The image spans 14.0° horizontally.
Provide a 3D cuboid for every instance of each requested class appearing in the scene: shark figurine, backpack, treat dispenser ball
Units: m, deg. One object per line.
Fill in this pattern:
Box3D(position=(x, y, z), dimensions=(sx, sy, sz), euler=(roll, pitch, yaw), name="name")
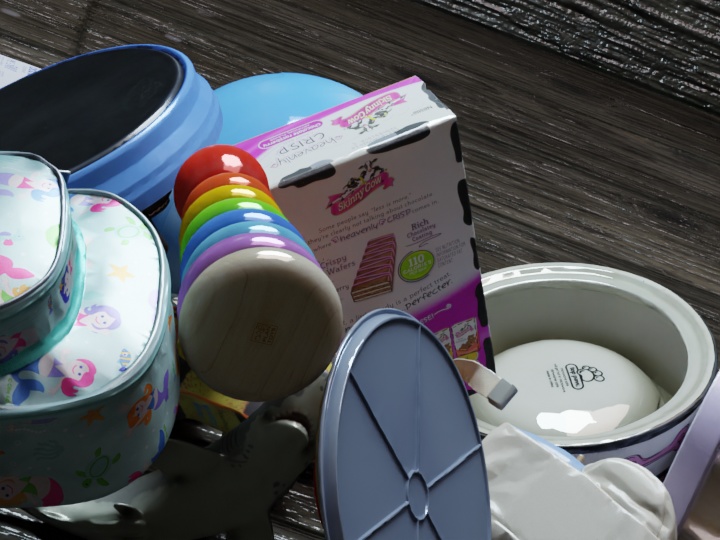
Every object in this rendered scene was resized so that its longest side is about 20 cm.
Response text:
Box3D(position=(-0.116, 0.109, 1.580), dimensions=(0.213, 0.129, 0.090), euler=(-4, 24, 3), name="shark figurine")
Box3D(position=(-0.189, 0.031, 1.464), dimensions=(0.198, 0.151, 0.178), euler=(2, 40, 0), name="backpack")
Box3D(position=(-0.050, -0.029, 1.938), dimensions=(0.200, 0.202, 0.201), euler=(20, 14, -5), name="treat dispenser ball")

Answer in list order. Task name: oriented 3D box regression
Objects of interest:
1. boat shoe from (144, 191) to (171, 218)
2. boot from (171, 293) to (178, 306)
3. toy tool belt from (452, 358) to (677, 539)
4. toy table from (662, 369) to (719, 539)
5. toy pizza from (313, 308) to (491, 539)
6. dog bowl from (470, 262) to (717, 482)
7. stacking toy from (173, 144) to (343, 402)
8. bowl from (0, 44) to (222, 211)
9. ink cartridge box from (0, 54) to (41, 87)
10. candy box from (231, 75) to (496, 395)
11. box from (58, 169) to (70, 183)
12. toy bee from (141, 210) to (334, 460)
Box3D(position=(-0.164, -0.037, 1.796), dimensions=(0.074, 0.066, 0.199), euler=(-32, 21, -30), name="boat shoe")
Box3D(position=(-0.181, 0.028, 1.807), dimensions=(0.203, 0.074, 0.153), euler=(33, 15, 24), name="boot")
Box3D(position=(0.100, 0.153, 1.719), dimensions=(0.199, 0.125, 0.123), euler=(33, -19, 27), name="toy tool belt")
Box3D(position=(0.239, 0.148, 1.773), dimensions=(0.117, 0.184, 0.200), euler=(27, -26, 9), name="toy table")
Box3D(position=(0.017, 0.121, 1.562), dimensions=(0.032, 0.202, 0.200), euler=(-8, 1, 26), name="toy pizza")
Box3D(position=(0.127, 0.080, 1.878), dimensions=(0.198, 0.074, 0.201), euler=(-2, 34, 1), name="dog bowl")
Box3D(position=(-0.065, -0.013, 1.568), dimensions=(0.085, 0.086, 0.200), euler=(17, 23, -18), name="stacking toy")
Box3D(position=(-0.179, -0.070, 1.722), dimensions=(0.199, 0.040, 0.201), euler=(-19, 26, 9), name="bowl")
Box3D(position=(-0.260, -0.084, 2.051), dimensions=(0.044, 0.095, 0.200), euler=(19, 15, -9), name="ink cartridge box")
Box3D(position=(0.000, 0.000, 1.766), dimensions=(0.136, 0.201, 0.061), euler=(-21, 36, -16), name="candy box")
Box3D(position=(-0.258, -0.005, 1.575), dimensions=(0.199, 0.122, 0.048), euler=(6, 34, -27), name="box")
Box3D(position=(-0.089, 0.061, 1.645), dimensions=(0.199, 0.109, 0.131), euler=(22, -25, 48), name="toy bee")
